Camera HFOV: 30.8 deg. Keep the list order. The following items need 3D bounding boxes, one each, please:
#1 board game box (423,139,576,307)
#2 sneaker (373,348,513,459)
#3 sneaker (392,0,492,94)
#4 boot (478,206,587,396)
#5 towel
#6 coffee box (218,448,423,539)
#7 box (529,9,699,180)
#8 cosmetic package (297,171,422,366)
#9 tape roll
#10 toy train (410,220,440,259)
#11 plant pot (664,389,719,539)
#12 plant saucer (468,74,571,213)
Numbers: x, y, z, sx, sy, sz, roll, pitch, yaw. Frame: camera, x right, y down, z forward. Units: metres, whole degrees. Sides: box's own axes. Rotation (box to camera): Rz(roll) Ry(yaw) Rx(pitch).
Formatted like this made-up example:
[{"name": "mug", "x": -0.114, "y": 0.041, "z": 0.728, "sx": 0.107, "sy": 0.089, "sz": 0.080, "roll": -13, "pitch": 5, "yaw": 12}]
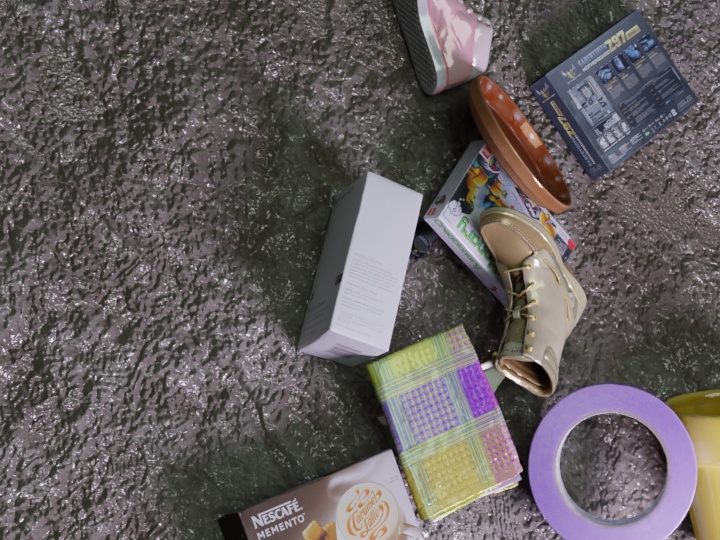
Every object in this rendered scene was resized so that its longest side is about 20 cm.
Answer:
[{"name": "board game box", "x": 0.177, "y": -0.048, "z": 1.639, "sx": 0.200, "sy": 0.034, "sz": 0.127, "roll": 45, "pitch": 65, "yaw": -26}, {"name": "sneaker", "x": 0.112, "y": 0.170, "z": 1.572, "sx": 0.199, "sy": 0.067, "sz": 0.091, "roll": -24, "pitch": 95, "yaw": -27}, {"name": "sneaker", "x": 0.108, "y": -0.334, "z": 1.691, "sx": 0.103, "sy": 0.075, "sz": 0.203, "roll": -16, "pitch": 91, "yaw": -22}, {"name": "boot", "x": 0.191, "y": 0.037, "z": 1.565, "sx": 0.200, "sy": 0.072, "sz": 0.156, "roll": 50, "pitch": 48, "yaw": -30}, {"name": "towel", "x": 0.098, "y": 0.179, "z": 1.515, "sx": 0.142, "sy": 0.023, "sz": 0.202, "roll": -21, "pitch": 89, "yaw": -23}, {"name": "coffee box", "x": -0.044, "y": 0.289, "z": 1.458, "sx": 0.198, "sy": 0.080, "sz": 0.116, "roll": -17, "pitch": 84, "yaw": -27}, {"name": "box", "x": 0.348, "y": -0.241, "z": 1.788, "sx": 0.199, "sy": 0.051, "sz": 0.159, "roll": -37, "pitch": 93, "yaw": -26}, {"name": "cosmetic package", "x": 0.000, "y": 0.000, "z": 1.537, "sx": 0.080, "sy": 0.113, "sz": 0.202, "roll": 19, "pitch": 68, "yaw": -18}, {"name": "tape roll", "x": 0.303, "y": 0.237, "z": 1.576, "sx": 0.197, "sy": 0.066, "sz": 0.203, "roll": -1, "pitch": 85, "yaw": 12}, {"name": "toy train", "x": 0.122, "y": -0.090, "z": 1.650, "sx": 0.034, "sy": 0.046, "sz": 0.200, "roll": 45, "pitch": 63, "yaw": -7}, {"name": "plant pot", "x": 0.485, "y": 0.258, "z": 1.652, "sx": 0.198, "sy": 0.200, "sz": 0.192, "roll": -6, "pitch": 95, "yaw": -25}, {"name": "plant saucer", "x": 0.197, "y": -0.156, "z": 1.649, "sx": 0.200, "sy": 0.032, "sz": 0.201, "roll": 46, "pitch": 22, "yaw": -24}]
